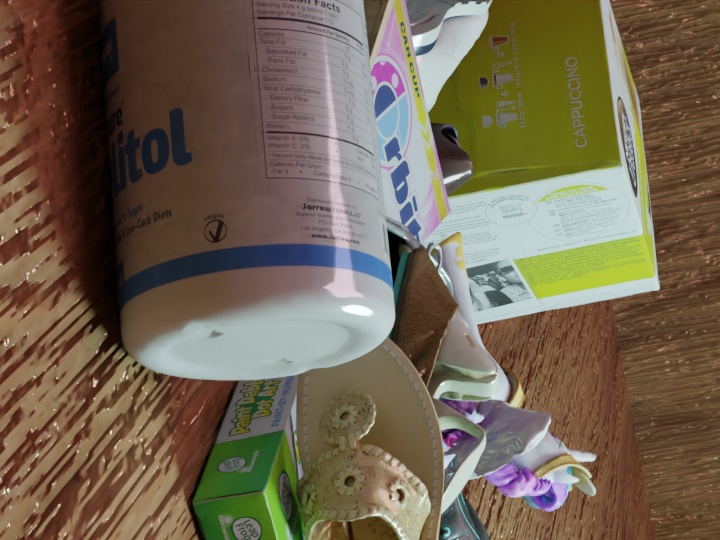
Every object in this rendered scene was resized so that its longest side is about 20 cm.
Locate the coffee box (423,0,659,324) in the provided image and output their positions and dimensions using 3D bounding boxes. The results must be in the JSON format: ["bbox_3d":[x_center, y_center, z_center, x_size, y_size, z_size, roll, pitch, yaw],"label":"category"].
[{"bbox_3d":[0.122,-0.097,1.737,0.198,0.200,0.200,62,21,-56],"label":"coffee box"}]

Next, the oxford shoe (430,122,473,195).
[{"bbox_3d":[0.036,-0.076,1.554,0.200,0.072,0.071,-123,-160,-74],"label":"oxford shoe"}]

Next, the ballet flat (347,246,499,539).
[{"bbox_3d":[0.037,0.078,1.204,0.068,0.072,0.200,84,18,-54],"label":"ballet flat"}]

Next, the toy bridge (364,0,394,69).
[{"bbox_3d":[-0.022,-0.129,1.262,0.200,0.027,0.067,-50,131,-36],"label":"toy bridge"}]

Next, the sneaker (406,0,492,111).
[{"bbox_3d":[0.039,-0.155,1.512,0.200,0.076,0.081,-40,137,-62],"label":"sneaker"}]

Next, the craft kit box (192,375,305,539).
[{"bbox_3d":[-0.032,0.160,1.197,0.200,0.048,0.198,-74,149,-64],"label":"craft kit box"}]

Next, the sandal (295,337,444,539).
[{"bbox_3d":[0.005,0.132,1.108,0.070,0.078,0.212,-15,100,-84],"label":"sandal"}]

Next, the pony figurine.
[{"bbox_3d":[0.060,0.093,1.415,0.193,0.167,0.200,-28,83,-49],"label":"pony figurine"}]

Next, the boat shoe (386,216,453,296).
[{"bbox_3d":[0.000,-0.002,1.276,0.202,0.065,0.074,34,75,-51],"label":"boat shoe"}]

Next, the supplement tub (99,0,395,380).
[{"bbox_3d":[-0.056,-0.057,1.033,0.132,0.132,0.200,47,34,-69],"label":"supplement tub"}]

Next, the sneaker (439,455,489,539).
[{"bbox_3d":[0.038,0.155,1.509,0.079,0.075,0.200,23,54,-54],"label":"sneaker"}]

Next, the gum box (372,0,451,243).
[{"bbox_3d":[-0.011,-0.103,1.369,0.114,0.066,0.200,-47,129,-54],"label":"gum box"}]
